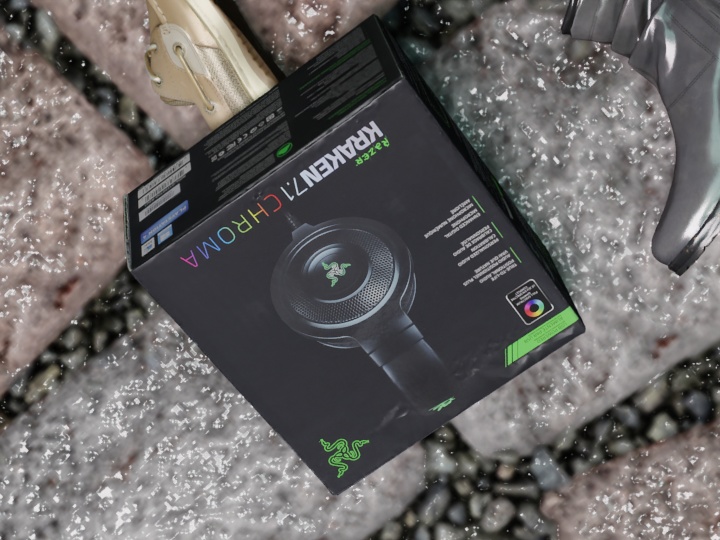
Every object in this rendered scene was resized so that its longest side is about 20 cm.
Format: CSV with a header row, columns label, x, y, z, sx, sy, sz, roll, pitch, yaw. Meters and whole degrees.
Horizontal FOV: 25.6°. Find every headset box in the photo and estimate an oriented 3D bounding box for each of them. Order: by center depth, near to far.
label,x,y,z,sx,sy,sz,roll,pitch,yaw
headset box,0.000,0.000,0.860,0.173,0.093,0.200,-33,120,9

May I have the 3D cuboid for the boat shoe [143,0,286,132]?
label,x,y,z,sx,sy,sz,roll,pitch,yaw
boat shoe,-0.090,-0.118,0.886,0.064,0.071,0.201,-36,96,10

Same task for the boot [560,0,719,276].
label,x,y,z,sx,sy,sz,roll,pitch,yaw
boot,0.167,-0.110,0.872,0.131,0.070,0.202,23,90,4
